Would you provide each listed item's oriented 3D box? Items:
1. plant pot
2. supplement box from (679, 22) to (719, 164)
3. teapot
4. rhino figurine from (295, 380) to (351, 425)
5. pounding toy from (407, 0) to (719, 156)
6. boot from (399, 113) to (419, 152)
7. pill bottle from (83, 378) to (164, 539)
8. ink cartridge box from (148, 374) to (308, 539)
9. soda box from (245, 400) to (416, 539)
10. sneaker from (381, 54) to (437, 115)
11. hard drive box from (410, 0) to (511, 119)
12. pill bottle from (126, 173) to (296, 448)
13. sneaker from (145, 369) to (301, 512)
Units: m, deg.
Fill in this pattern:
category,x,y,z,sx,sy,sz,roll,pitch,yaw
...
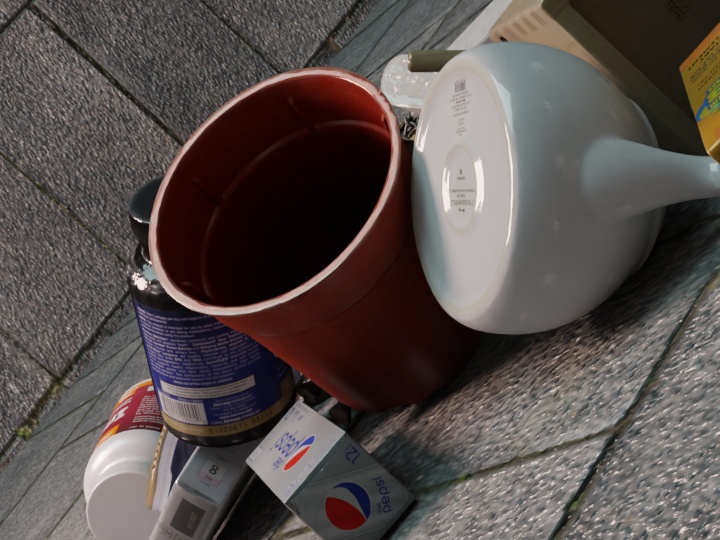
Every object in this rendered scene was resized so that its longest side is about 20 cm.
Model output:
category,x,y,z,sx,sy,sz,roll,pitch,yaw
plant pot,-0.016,-0.007,1.352,0.200,0.195,0.201,-18,51,23
supplement box,0.239,-0.099,1.111,0.067,0.069,0.200,-48,12,17
teapot,0.126,-0.052,1.203,0.200,0.146,0.198,-112,30,-42
rhino figurine,-0.006,0.076,1.524,0.088,0.060,0.200,-53,5,-17
pounding toy,0.174,-0.165,1.296,0.200,0.184,0.142,-51,10,-14
boot,0.001,-0.082,1.813,0.174,0.200,0.069,-50,50,20
pill bottle,-0.197,0.186,1.778,0.113,0.113,0.200,-46,10,16
ink cartridge box,-0.107,0.153,1.590,0.200,0.057,0.163,-62,-1,-38
soda box,-0.024,0.145,1.314,0.063,0.068,0.200,-48,10,-6
sneaker,0.126,-0.155,1.789,0.200,0.115,0.074,26,98,44
hard drive box,0.151,-0.227,1.956,0.200,0.077,0.156,-44,10,21
pill bottle,-0.119,0.028,1.462,0.111,0.201,0.112,-7,32,4
sneaker,-0.116,0.135,1.677,0.070,0.108,0.201,116,173,-58
